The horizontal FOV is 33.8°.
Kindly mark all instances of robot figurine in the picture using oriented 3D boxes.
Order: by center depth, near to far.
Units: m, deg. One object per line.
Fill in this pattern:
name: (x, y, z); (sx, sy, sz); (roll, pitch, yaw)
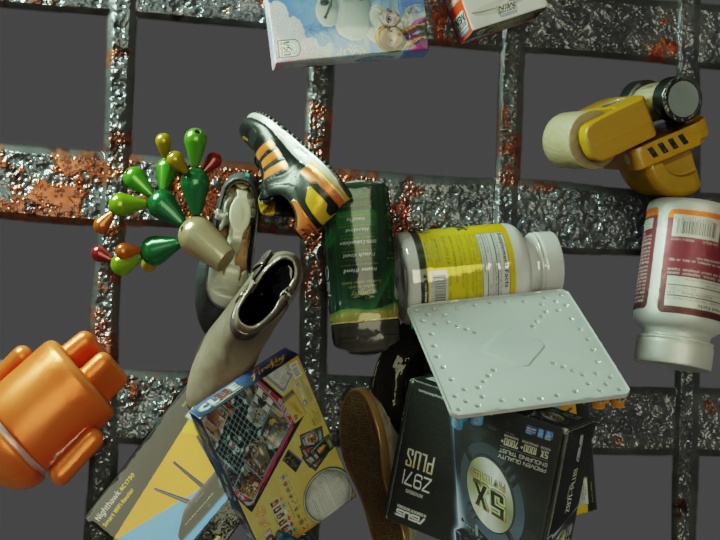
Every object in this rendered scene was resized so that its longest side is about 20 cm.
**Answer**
robot figurine: (-0.358, 0.160, 1.325); (0.200, 0.116, 0.144); (-43, 99, -12)

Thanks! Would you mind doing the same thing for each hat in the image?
hat: (0.110, 0.136, 1.430); (0.197, 0.081, 0.205); (1, 84, -10)

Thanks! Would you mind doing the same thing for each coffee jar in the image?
coffee jar: (0.000, 0.000, 1.410); (0.084, 0.104, 0.204); (-5, 85, -3)

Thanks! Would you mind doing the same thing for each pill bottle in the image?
pill bottle: (0.140, 0.002, 1.432); (0.196, 0.111, 0.114); (-4, 86, -11)
pill bottle: (0.401, 0.020, 1.477); (0.112, 0.114, 0.204); (11, 83, -9)

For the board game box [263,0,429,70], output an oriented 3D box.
board game box: (-0.024, -0.359, 1.468); (0.195, 0.043, 0.204); (-7, 87, -10)

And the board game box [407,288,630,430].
board game box: (0.168, 0.094, 1.307); (0.196, 0.201, 0.026); (-6, 123, -10)

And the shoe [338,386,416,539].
shoe: (0.024, 0.238, 1.423); (0.053, 0.069, 0.204); (-7, 81, -51)

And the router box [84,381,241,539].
router box: (-0.200, 0.250, 1.376); (0.149, 0.051, 0.201); (38, 79, -4)

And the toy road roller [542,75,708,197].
toy road roller: (0.341, -0.149, 1.481); (0.197, 0.123, 0.148); (-23, 100, -12)

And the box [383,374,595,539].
box: (0.140, 0.220, 1.313); (0.197, 0.086, 0.167); (16, 99, 30)

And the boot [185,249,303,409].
boot: (-0.131, 0.066, 1.312); (0.070, 0.146, 0.202); (30, 77, -4)

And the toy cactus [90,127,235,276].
toy cactus: (-0.212, -0.058, 1.371); (0.164, 0.102, 0.201); (39, 93, 15)

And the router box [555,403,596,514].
router box: (0.217, 0.193, 1.417); (0.148, 0.051, 0.204); (-1, 85, -47)

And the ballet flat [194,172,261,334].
ballet flat: (-0.154, -0.020, 1.401); (0.072, 0.073, 0.204); (11, 83, -9)

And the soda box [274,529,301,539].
soda box: (-0.018, 0.369, 1.358); (0.199, 0.067, 0.065); (31, 79, -29)

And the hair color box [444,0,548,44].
hair color box: (0.147, -0.402, 1.494); (0.109, 0.064, 0.203); (-19, 87, -13)

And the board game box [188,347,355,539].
board game box: (-0.097, 0.209, 1.344); (0.134, 0.034, 0.203); (-31, 116, -24)

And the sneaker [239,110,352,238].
sneaker: (-0.098, -0.111, 1.374); (0.090, 0.070, 0.200); (-47, 51, -5)
